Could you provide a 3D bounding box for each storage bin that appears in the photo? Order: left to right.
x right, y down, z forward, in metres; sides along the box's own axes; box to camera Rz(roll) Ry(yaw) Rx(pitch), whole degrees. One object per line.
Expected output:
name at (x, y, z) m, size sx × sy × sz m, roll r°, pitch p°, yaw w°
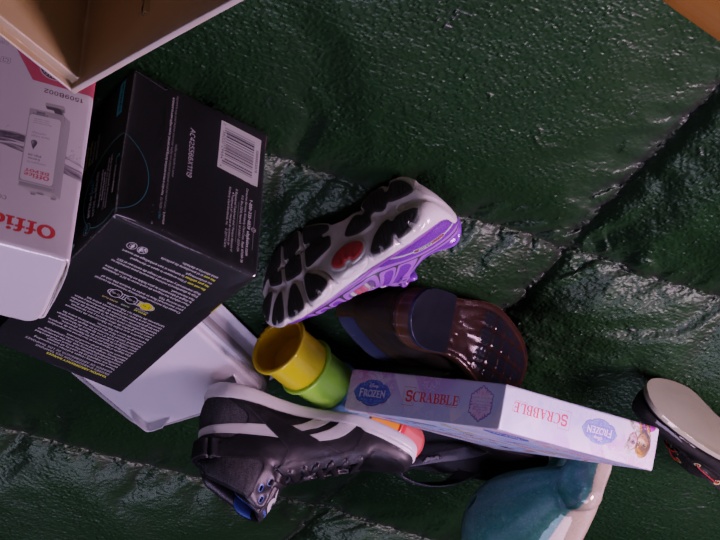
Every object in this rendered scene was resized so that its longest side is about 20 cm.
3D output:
storage bin at (-0.181, -0.243, 1.270) m, size 0.200 × 0.094 × 0.198 m, roll -23°, pitch 137°, yaw 30°

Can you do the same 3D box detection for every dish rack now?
dish rack at (-0.185, 0.081, 1.749) m, size 0.171 × 0.044 × 0.200 m, roll -17°, pitch 139°, yaw 24°

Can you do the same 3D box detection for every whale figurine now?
whale figurine at (0.163, 0.226, 1.820) m, size 0.104 × 0.159 × 0.200 m, roll 29°, pitch 140°, yaw -3°

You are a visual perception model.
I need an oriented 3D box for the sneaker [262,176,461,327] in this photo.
sneaker at (0.000, 0.000, 1.607) m, size 0.200 × 0.081 × 0.083 m, roll -27°, pitch 141°, yaw 31°

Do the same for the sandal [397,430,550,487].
sandal at (0.090, 0.184, 1.877) m, size 0.199 × 0.043 × 0.076 m, roll 7°, pitch 143°, yaw -8°

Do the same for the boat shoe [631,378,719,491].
boat shoe at (0.319, 0.163, 1.815) m, size 0.063 × 0.074 × 0.201 m, roll -35°, pitch 135°, yaw 28°

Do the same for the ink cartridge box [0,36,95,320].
ink cartridge box at (-0.277, -0.079, 1.403) m, size 0.146 × 0.201 × 0.083 m, roll 14°, pitch 142°, yaw -17°

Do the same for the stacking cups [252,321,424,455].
stacking cups at (-0.017, 0.116, 1.772) m, size 0.060 × 0.061 × 0.200 m, roll -22°, pitch 137°, yaw 28°

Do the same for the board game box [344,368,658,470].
board game box at (0.124, 0.131, 1.705) m, size 0.200 × 0.041 × 0.199 m, roll 18°, pitch 170°, yaw -40°

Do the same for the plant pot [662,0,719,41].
plant pot at (0.303, -0.200, 1.251) m, size 0.183 × 0.201 × 0.200 m, roll 23°, pitch 141°, yaw -2°

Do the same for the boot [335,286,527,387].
boot at (0.066, 0.056, 1.708) m, size 0.097 × 0.075 × 0.200 m, roll 7°, pitch 164°, yaw 39°

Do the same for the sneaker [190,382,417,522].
sneaker at (-0.055, 0.181, 1.728) m, size 0.199 × 0.112 × 0.073 m, roll 15°, pitch 154°, yaw -3°

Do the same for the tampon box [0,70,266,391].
tampon box at (-0.183, -0.027, 1.512) m, size 0.126 × 0.150 × 0.200 m, roll 25°, pitch 138°, yaw -27°
